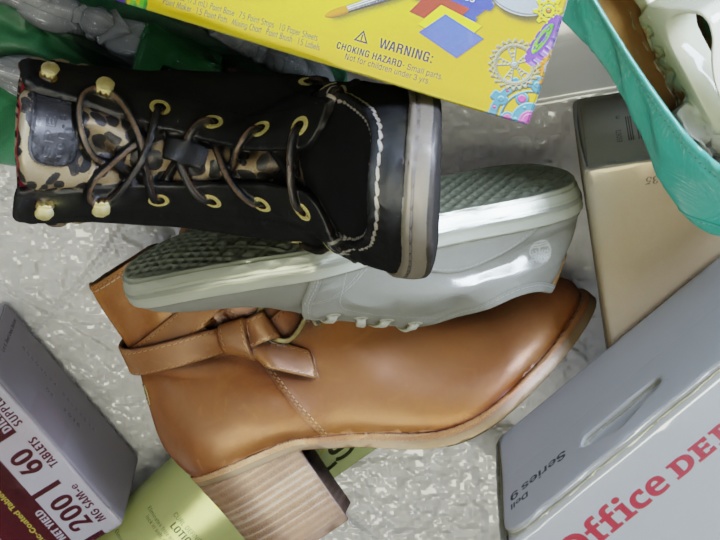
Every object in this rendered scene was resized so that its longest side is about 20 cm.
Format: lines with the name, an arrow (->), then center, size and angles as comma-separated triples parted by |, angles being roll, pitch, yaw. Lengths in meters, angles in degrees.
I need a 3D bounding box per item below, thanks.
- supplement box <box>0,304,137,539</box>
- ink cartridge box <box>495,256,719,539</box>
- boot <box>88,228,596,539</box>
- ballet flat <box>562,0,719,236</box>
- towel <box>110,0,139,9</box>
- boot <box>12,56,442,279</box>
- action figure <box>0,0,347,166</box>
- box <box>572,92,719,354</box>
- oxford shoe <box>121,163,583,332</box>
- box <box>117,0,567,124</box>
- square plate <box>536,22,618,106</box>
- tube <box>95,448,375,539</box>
supplement box -> -0.220, 0.115, 1.048 | 0.200, 0.061, 0.109 | -31, 112, 18
ink cartridge box -> 0.175, 0.111, 0.923 | 0.200, 0.088, 0.145 | 41, 110, -19
boot -> -0.009, 0.018, 0.978 | 0.200, 0.077, 0.156 | -33, 94, 2
ballet flat -> 0.117, -0.108, 0.852 | 0.200, 0.067, 0.070 | 58, 151, -2
towel -> -0.060, -0.134, 0.936 | 0.086, 0.018, 0.201 | 16, 117, -7
boot -> -0.053, -0.042, 0.808 | 0.150, 0.200, 0.074 | 3, 100, -11
action figure -> -0.079, -0.078, 0.922 | 0.199, 0.055, 0.119 | 17, 92, -11
box -> 0.154, 0.022, 0.971 | 0.095, 0.078, 0.201 | -9, 116, 7
oxford shoe -> 0.000, 0.000, 0.918 | 0.199, 0.075, 0.058 | -10, 112, -11
box -> -0.006, -0.180, 0.765 | 0.199, 0.122, 0.193 | 16, 106, 2
square plate -> 0.128, -0.174, 0.900 | 0.197, 0.028, 0.201 | -8, 116, 8
tube -> -0.053, 0.092, 1.036 | 0.200, 0.052, 0.058 | -40, 143, 12
